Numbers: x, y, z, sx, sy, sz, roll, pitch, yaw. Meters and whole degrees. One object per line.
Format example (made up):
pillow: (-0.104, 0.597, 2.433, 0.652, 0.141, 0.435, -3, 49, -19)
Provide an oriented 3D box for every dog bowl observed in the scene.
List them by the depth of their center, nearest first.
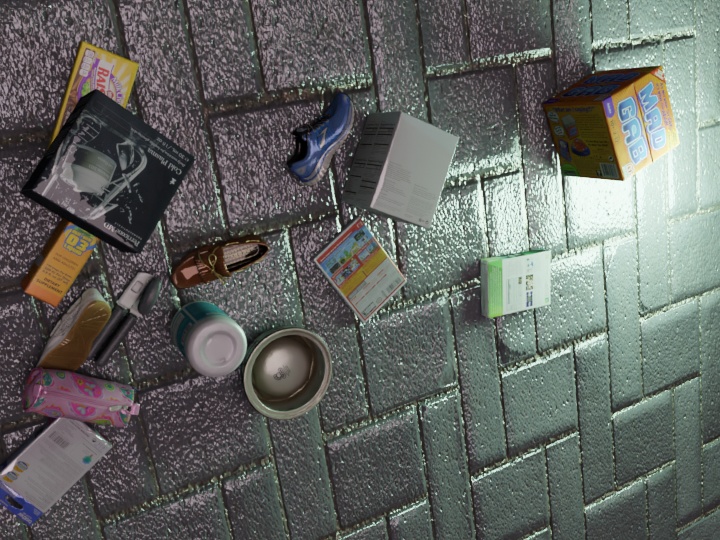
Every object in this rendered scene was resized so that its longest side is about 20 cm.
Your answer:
dog bowl: (-0.163, 0.209, 1.507, 0.199, 0.074, 0.201, -6, 104, -26)

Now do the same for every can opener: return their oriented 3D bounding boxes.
can opener: (-0.446, 0.093, 1.341, 0.053, 0.067, 0.200, 38, 82, -27)

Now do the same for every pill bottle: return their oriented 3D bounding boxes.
pill bottle: (-0.295, 0.121, 1.349, 0.110, 0.200, 0.111, -6, 104, -25)

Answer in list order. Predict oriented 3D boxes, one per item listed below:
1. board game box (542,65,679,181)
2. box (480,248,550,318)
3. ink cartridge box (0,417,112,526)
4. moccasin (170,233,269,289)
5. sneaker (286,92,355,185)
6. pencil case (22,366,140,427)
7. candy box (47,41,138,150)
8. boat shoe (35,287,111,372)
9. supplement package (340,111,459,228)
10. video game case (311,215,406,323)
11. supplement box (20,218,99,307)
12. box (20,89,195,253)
board game box: (0.602, -0.354, 1.715, 0.199, 0.200, 0.200, -32, 113, -18)
box: (0.388, 0.030, 1.778, 0.199, 0.036, 0.145, -9, 104, -27)
ink cartridge box: (-0.586, 0.365, 1.339, 0.200, 0.042, 0.119, -46, 116, -15)
moccasin: (-0.275, -0.013, 1.402, 0.201, 0.078, 0.074, -17, 107, -23)
sneaker: (-0.083, -0.277, 1.449, 0.089, 0.078, 0.201, 30, 86, -31)
pencil case: (-0.512, 0.235, 1.309, 0.200, 0.087, 0.088, 24, 89, -40)
candy box: (-0.474, -0.291, 1.265, 0.102, 0.026, 0.201, 16, 93, -32)
boat shoe: (-0.530, 0.118, 1.307, 0.200, 0.069, 0.071, -49, 139, 10)
supplement package: (0.080, -0.213, 1.503, 0.151, 0.151, 0.201, 17, 92, -28)
video game case: (0.000, 0.000, 1.580, 0.143, 0.017, 0.200, -44, 116, -13)
supplement box: (-0.523, -0.039, 1.276, 0.066, 0.069, 0.201, 33, 82, -31)
box: (-0.426, -0.162, 1.209, 0.200, 0.124, 0.197, 34, 75, -30)
